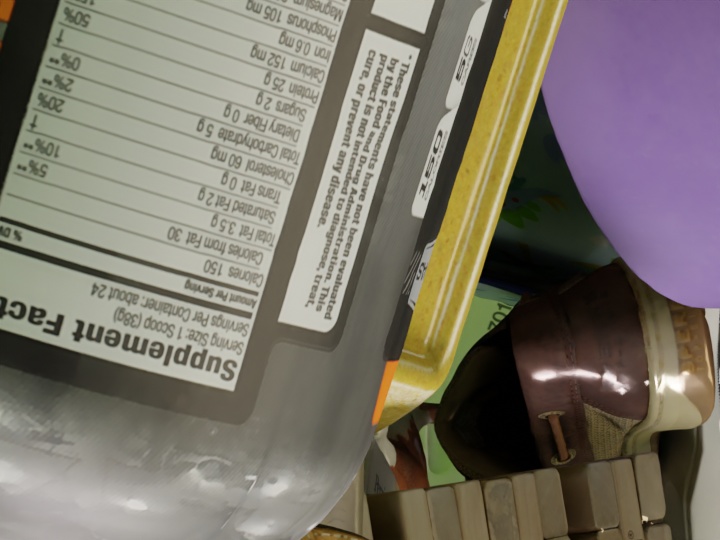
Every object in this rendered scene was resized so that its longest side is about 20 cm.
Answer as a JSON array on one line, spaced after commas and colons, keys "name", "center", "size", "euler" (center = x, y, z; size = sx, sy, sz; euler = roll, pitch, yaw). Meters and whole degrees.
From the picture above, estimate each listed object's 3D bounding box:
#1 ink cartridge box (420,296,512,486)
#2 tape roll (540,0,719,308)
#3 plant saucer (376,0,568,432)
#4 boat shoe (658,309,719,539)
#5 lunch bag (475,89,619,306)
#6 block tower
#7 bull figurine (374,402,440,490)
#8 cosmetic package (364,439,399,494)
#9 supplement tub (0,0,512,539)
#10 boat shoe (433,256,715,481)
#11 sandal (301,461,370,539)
[{"name": "ink cartridge box", "center": [0.055, 0.121, 1.251], "size": [0.200, 0.085, 0.147], "euler": [91, 20, -60]}, {"name": "tape roll", "center": [0.127, -0.091, 0.785], "size": [0.199, 0.084, 0.202], "euler": [4, 85, -56]}, {"name": "plant saucer", "center": [-0.006, -0.053, 0.629], "size": [0.200, 0.048, 0.201], "euler": [19, 90, -65]}, {"name": "boat shoe", "center": [0.124, 0.022, 0.899], "size": [0.074, 0.060, 0.201], "euler": [-117, -160, -71]}, {"name": "lunch bag", "center": [0.105, -0.035, 1.003], "size": [0.201, 0.169, 0.128], "euler": [86, 24, -56]}, {"name": "block tower", "center": [-0.005, 0.080, 0.680], "size": [0.199, 0.058, 0.054], "euler": [-4, 83, -45]}, {"name": "bull figurine", "center": [-0.017, 0.095, 0.899], "size": [0.122, 0.065, 0.201], "euler": [66, 37, -64]}, {"name": "cosmetic package", "center": [-0.033, 0.151, 0.754], "size": [0.105, 0.071, 0.201], "euler": [68, 27, -68]}, {"name": "supplement tub", "center": [-0.040, -0.043, 0.409], "size": [0.122, 0.122, 0.201], "euler": [7, 102, -79]}, {"name": "boat shoe", "center": [0.057, 0.039, 0.905], "size": [0.200, 0.071, 0.073], "euler": [124, -46, -78]}, {"name": "sandal", "center": [-0.020, 0.086, 0.572], "size": [0.080, 0.054, 0.201], "euler": [-18, 115, -38]}]
